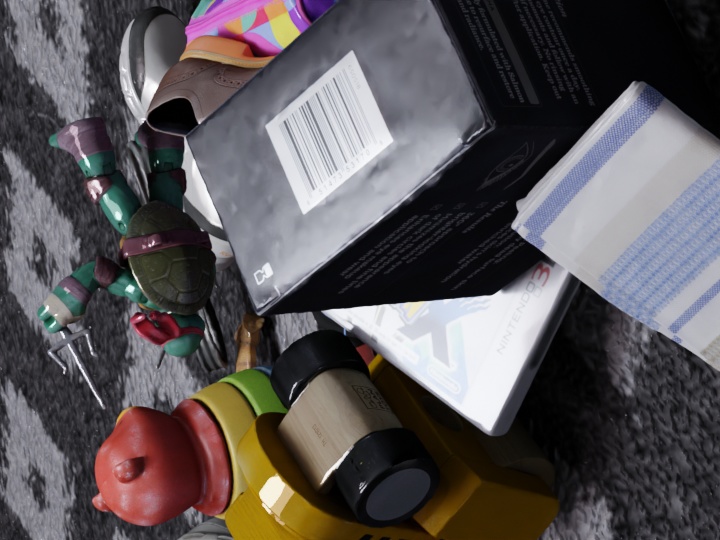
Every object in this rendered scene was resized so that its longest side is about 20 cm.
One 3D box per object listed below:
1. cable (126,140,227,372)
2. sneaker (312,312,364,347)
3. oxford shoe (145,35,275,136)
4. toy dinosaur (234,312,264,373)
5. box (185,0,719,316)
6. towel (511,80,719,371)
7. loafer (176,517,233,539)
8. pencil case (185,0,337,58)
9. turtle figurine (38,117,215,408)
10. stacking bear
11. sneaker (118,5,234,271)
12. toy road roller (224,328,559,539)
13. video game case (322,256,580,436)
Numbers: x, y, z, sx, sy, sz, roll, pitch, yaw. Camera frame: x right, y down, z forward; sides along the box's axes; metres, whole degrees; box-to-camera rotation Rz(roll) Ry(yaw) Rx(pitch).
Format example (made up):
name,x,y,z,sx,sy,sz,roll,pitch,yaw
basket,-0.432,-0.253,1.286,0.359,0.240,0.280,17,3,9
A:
name,x,y,z,sx,sy,sz,roll,pitch,yaw
cable,-0.129,-0.027,1.974,0.097,0.050,0.200,73,177,-67
sneaker,0.000,0.000,1.727,0.078,0.070,0.200,58,170,5
oxford shoe,-0.058,-0.098,1.691,0.200,0.073,0.071,12,142,48
toy dinosaur,-0.073,0.132,1.959,0.106,0.060,0.200,-45,62,57
box,0.050,-0.075,1.417,0.197,0.200,0.118,-37,67,38
towel,0.184,-0.005,1.326,0.200,0.024,0.147,34,145,-3
loafer,-0.081,0.240,2.010,0.200,0.070,0.070,19,119,59
pencil case,-0.049,-0.169,1.750,0.200,0.088,0.088,-21,83,63
turtle figurine,-0.147,-0.008,1.838,0.101,0.150,0.200,-22,74,38
stacking bear,-0.090,0.121,1.831,0.121,0.200,0.114,-44,63,59
sneaker,-0.114,-0.103,1.937,0.080,0.074,0.200,-23,86,48
toy road roller,0.008,0.135,1.627,0.146,0.200,0.123,-53,49,21
video game case,0.048,-0.030,1.569,0.200,0.022,0.182,36,111,31
